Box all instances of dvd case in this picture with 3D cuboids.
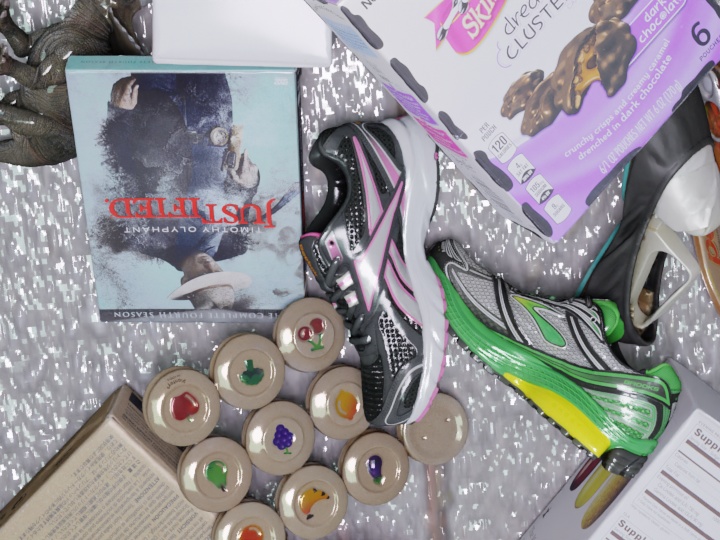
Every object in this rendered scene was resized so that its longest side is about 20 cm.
[{"bbox_3d":[-0.107,-0.048,1.090,0.144,0.022,0.201,1,130,1],"label":"dvd case"}]

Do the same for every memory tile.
[{"bbox_3d":[-0.033,0.099,1.125,0.199,0.017,0.154,-29,103,-18],"label":"memory tile"}]

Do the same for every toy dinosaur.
[{"bbox_3d":[-0.198,-0.110,1.085,0.101,0.077,0.201,15,116,-27],"label":"toy dinosaur"}]

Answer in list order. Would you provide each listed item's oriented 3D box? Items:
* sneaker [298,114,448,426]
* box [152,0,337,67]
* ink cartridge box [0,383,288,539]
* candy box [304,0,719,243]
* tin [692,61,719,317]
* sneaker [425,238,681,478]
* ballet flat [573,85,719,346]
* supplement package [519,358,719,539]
[{"bbox_3d":[0.000,0.000,1.087,0.086,0.080,0.202,0,80,-23],"label":"sneaker"},{"bbox_3d":[-0.065,-0.231,1.014,0.105,0.152,0.202,2,104,0],"label":"box"},{"bbox_3d":[-0.174,0.208,1.168,0.165,0.075,0.200,44,100,-10],"label":"ink cartridge box"},{"bbox_3d":[0.092,-0.146,0.964,0.168,0.071,0.200,-48,116,-3],"label":"candy box"},{"bbox_3d":[0.247,-0.043,1.074,0.042,0.112,0.202,-21,109,-19],"label":"tin"},{"bbox_3d":[0.123,0.042,1.097,0.200,0.078,0.085,39,95,20],"label":"sneaker"},{"bbox_3d":[0.194,-0.032,1.074,0.068,0.068,0.201,36,136,24],"label":"ballet flat"},{"bbox_3d":[0.194,0.180,1.132,0.109,0.114,0.201,36,101,-8],"label":"supplement package"}]
